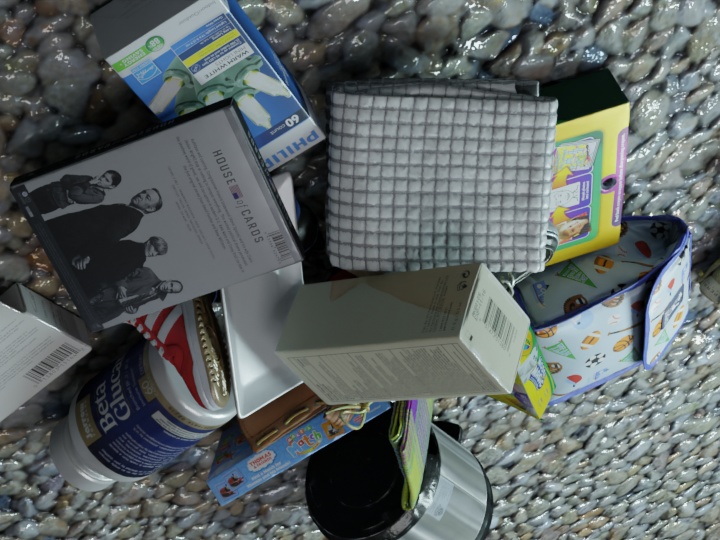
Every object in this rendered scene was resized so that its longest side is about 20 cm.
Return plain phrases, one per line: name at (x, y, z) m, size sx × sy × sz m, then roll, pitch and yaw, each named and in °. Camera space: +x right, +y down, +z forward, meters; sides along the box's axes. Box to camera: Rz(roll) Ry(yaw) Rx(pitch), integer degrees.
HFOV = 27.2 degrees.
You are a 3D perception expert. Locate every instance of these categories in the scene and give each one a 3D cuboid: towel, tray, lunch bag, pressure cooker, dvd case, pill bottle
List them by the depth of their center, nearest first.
dvd case at (-0.165, -0.042, 1.222) m, size 0.199 × 0.025 × 0.151 m, roll -19°, pitch 116°, yaw 11°
towel at (0.067, -0.087, 1.308) m, size 0.199 × 0.086 × 0.166 m, roll -1°, pitch 104°, yaw -7°
tray at (-0.091, 0.020, 1.317) m, size 0.107 × 0.022 × 0.201 m, roll -27°, pitch 119°, yaw -47°
pill bottle at (-0.213, 0.138, 1.448) m, size 0.111 × 0.111 × 0.200 m, roll 19°, pitch 136°, yaw -41°
towel at (0.056, 0.130, 1.540) m, size 0.023 × 0.201 × 0.144 m, roll 2°, pitch 145°, yaw 10°
lunch bag at (0.261, 0.035, 1.583) m, size 0.199 × 0.124 × 0.170 m, roll -23°, pitch 146°, yaw -5°
pressure cooker at (0.053, 0.260, 1.686) m, size 0.176 × 0.179 × 0.200 m, roll -38°, pitch 139°, yaw 12°

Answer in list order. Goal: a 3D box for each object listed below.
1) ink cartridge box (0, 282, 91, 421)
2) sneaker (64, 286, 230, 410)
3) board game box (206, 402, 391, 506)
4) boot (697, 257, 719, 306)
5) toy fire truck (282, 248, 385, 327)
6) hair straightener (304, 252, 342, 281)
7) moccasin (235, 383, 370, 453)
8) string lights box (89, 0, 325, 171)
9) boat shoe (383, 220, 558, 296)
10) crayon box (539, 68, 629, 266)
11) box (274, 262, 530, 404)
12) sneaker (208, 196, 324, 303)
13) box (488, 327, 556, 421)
ink cartridge box at (-0.378, 0.084, 1.365) m, size 0.200 × 0.045 × 0.176 m, roll -37°, pitch 141°, yaw 14°
sneaker at (-0.190, 0.041, 1.311) m, size 0.112 × 0.201 × 0.071 m, roll -21°, pitch 167°, yaw 5°
board game box at (-0.061, 0.156, 1.543) m, size 0.200 × 0.151 × 0.037 m, roll -32°, pitch 101°, yaw 8°
boot at (0.428, -0.028, 1.640) m, size 0.200 × 0.073 × 0.155 m, roll 18°, pitch 122°, yaw -47°
toy fire truck at (0.000, 0.000, 1.402) m, size 0.199 × 0.049 × 0.141 m, roll -21°, pitch 141°, yaw -22°
hair straightener at (-0.012, -0.008, 1.456) m, size 0.077 × 0.041 × 0.200 m, roll 4°, pitch 133°, yaw -32°
moccasin at (-0.025, 0.120, 1.426) m, size 0.201 × 0.078 × 0.074 m, roll -23°, pitch 173°, yaw 10°
string lights box at (-0.120, -0.157, 1.215) m, size 0.103 × 0.059 × 0.200 m, roll -31°, pitch 141°, yaw 8°
boat shoe at (0.113, 0.011, 1.410) m, size 0.199 × 0.071 × 0.072 m, roll -22°, pitch 143°, yaw -22°
crayon box at (0.168, -0.085, 1.450) m, size 0.172 × 0.058 × 0.200 m, roll -16°, pitch 140°, yaw -8°
box at (0.035, 0.058, 1.294) m, size 0.199 × 0.078 × 0.095 m, roll -6°, pitch 141°, yaw 36°
sneaker at (-0.125, 0.004, 1.388) m, size 0.200 × 0.070 × 0.078 m, roll -31°, pitch 136°, yaw 8°
box at (0.130, 0.086, 1.519) m, size 0.048 × 0.117 × 0.200 m, roll -57°, pitch 151°, yaw -19°
